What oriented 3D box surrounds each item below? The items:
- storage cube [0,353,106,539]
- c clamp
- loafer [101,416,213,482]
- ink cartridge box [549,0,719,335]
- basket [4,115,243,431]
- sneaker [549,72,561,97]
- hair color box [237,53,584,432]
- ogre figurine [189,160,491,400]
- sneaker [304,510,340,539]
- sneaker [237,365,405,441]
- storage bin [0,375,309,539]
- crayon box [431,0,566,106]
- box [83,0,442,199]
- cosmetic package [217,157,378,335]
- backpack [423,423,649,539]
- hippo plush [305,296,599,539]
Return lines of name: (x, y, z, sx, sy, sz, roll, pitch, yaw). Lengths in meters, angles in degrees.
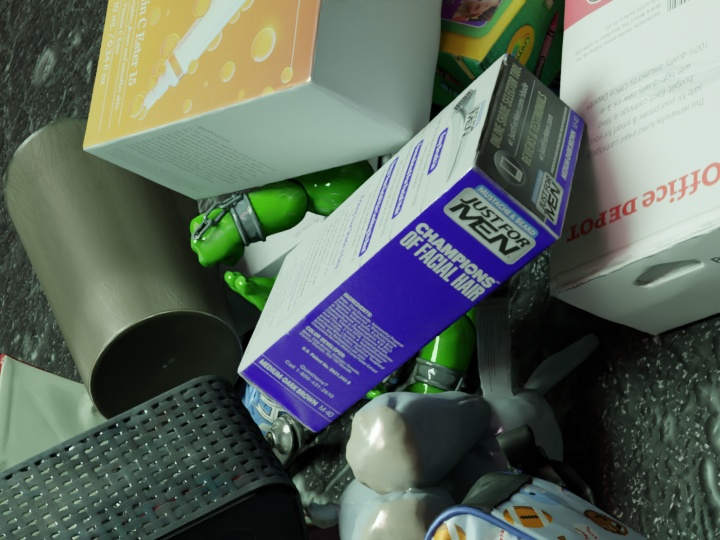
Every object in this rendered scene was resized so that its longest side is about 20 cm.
storage cube: (-0.264, 0.201, 1.329, 0.179, 0.170, 0.202, -36, 43, 42)
c clamp: (-0.108, 0.144, 1.094, 0.027, 0.199, 0.171, 55, 137, 18)
loafer: (-0.134, 0.126, 1.220, 0.201, 0.071, 0.063, -66, -19, -47)
ink cartridge box: (0.177, -0.084, 0.857, 0.145, 0.084, 0.202, -26, 50, 51)
basket: (-0.166, 0.010, 1.207, 0.135, 0.180, 0.201, -35, 45, 7)
sneaker: (0.101, -0.143, 1.028, 0.090, 0.078, 0.201, -48, 37, 24)
hair color box: (0.026, -0.012, 0.878, 0.200, 0.065, 0.110, -43, 17, 37)
ogre figurine: (0.000, 0.000, 1.031, 0.199, 0.098, 0.120, 36, 85, 23)
sneaker: (-0.059, 0.181, 1.096, 0.199, 0.074, 0.091, -33, 52, 46)
sneaker: (-0.048, 0.068, 1.145, 0.200, 0.076, 0.076, -39, 43, 46)
storage bin: (-0.136, 0.168, 0.955, 0.094, 0.199, 0.136, 51, 160, 38)
crayon box: (0.098, -0.190, 0.989, 0.118, 0.058, 0.201, 22, 70, 47)
box: (-0.058, -0.128, 0.962, 0.199, 0.097, 0.126, -10, 66, 42)
cosmetic package: (-0.064, -0.022, 1.252, 0.200, 0.050, 0.083, -34, 46, 46)
backpack: (0.096, 0.202, 0.710, 0.154, 0.189, 0.202, -39, -30, -69)
hippo plush: (0.027, 0.131, 0.899, 0.160, 0.158, 0.202, -34, 46, 45)
